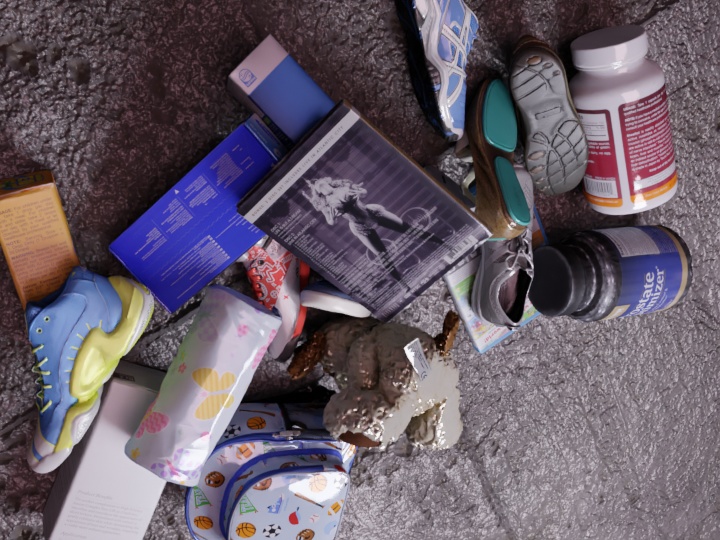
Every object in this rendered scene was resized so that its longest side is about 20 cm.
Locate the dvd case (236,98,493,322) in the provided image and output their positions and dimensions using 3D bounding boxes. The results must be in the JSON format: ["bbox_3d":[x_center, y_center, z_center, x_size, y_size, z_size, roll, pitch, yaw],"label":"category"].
[{"bbox_3d":[0.005,-0.048,0.820,0.199,0.016,0.148,37,117,-26],"label":"dvd case"}]

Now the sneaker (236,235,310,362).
[{"bbox_3d":[-0.108,-0.004,0.939,0.107,0.067,0.204,8,102,-23],"label":"sneaker"}]

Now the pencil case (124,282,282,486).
[{"bbox_3d":[-0.158,0.112,0.871,0.083,0.091,0.201,30,83,-26],"label":"pencil case"}]

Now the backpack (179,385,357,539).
[{"bbox_3d":[-0.107,0.240,0.982,0.188,0.154,0.202,8,108,-15],"label":"backpack"}]

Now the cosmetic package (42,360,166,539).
[{"bbox_3d":[-0.261,0.205,0.941,0.101,0.074,0.202,21,97,-28],"label":"cosmetic package"}]

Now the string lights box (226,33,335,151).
[{"bbox_3d":[-0.043,-0.133,0.869,0.059,0.103,0.200,-45,101,-3],"label":"string lights box"}]

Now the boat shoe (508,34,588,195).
[{"bbox_3d":[0.216,-0.181,1.007,0.075,0.074,0.201,-12,131,11],"label":"boat shoe"}]

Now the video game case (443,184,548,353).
[{"bbox_3d":[0.169,-0.013,1.083,0.142,0.018,0.201,-32,117,-11],"label":"video game case"}]

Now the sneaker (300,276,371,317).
[{"bbox_3d":[0.000,0.000,0.950,0.200,0.074,0.086,-7,107,-64],"label":"sneaker"}]

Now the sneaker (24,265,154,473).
[{"bbox_3d":[-0.284,0.085,0.822,0.105,0.076,0.201,31,85,-18],"label":"sneaker"}]

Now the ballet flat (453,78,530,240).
[{"bbox_3d":[0.142,-0.121,0.982,0.067,0.072,0.202,16,58,-40],"label":"ballet flat"}]

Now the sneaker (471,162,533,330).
[{"bbox_3d":[0.182,-0.025,1.026,0.074,0.082,0.202,-7,109,-21],"label":"sneaker"}]

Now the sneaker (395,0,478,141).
[{"bbox_3d":[0.094,-0.237,0.938,0.076,0.076,0.202,-18,115,-12],"label":"sneaker"}]

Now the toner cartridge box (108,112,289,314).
[{"bbox_3d":[-0.146,-0.053,0.858,0.199,0.043,0.095,-37,104,21],"label":"toner cartridge box"}]

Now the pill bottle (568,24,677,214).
[{"bbox_3d":[0.307,-0.178,1.031,0.112,0.113,0.202,-24,116,-14],"label":"pill bottle"}]

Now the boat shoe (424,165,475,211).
[{"bbox_3d":[0.077,-0.062,0.930,0.073,0.200,0.067,32,103,1],"label":"boat shoe"}]

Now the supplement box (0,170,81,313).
[{"bbox_3d":[-0.304,0.008,0.856,0.068,0.067,0.202,-20,115,-16],"label":"supplement box"}]

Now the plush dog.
[{"bbox_3d":[0.019,0.101,0.965,0.199,0.171,0.162,13,95,-50],"label":"plush dog"}]

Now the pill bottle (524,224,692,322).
[{"bbox_3d":[0.305,0.004,1.081,0.198,0.112,0.113,-6,110,-30],"label":"pill bottle"}]
